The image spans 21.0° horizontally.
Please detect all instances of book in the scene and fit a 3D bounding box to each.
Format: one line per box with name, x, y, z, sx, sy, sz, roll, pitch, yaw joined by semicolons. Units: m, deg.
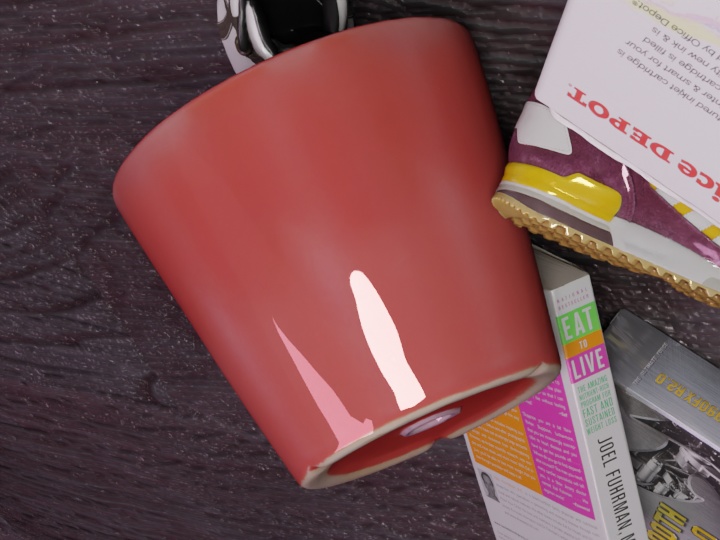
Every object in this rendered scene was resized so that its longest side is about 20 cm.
book;0.100;0.085;1.069;0.134;0.048;0.200;25;134;61

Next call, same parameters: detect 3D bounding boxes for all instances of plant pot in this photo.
plant pot;0.000;0.000;0.965;0.178;0.200;0.200;65;154;12

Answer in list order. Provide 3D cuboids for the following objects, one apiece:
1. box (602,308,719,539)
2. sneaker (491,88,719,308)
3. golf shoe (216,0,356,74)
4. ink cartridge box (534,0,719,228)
box;0.186;0.129;1.119;0.158;0.048;0.200;33;150;15
sneaker;0.165;-0.033;0.907;0.200;0.090;0.075;21;179;-14
golf shoe;-0.042;-0.127;0.994;0.078;0.095;0.200;9;147;3
ink cartridge box;0.169;-0.111;0.780;0.145;0.084;0.200;36;150;12
